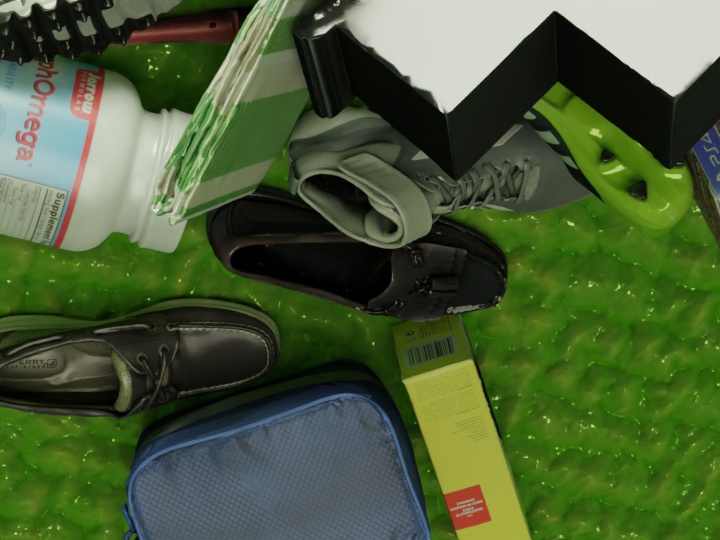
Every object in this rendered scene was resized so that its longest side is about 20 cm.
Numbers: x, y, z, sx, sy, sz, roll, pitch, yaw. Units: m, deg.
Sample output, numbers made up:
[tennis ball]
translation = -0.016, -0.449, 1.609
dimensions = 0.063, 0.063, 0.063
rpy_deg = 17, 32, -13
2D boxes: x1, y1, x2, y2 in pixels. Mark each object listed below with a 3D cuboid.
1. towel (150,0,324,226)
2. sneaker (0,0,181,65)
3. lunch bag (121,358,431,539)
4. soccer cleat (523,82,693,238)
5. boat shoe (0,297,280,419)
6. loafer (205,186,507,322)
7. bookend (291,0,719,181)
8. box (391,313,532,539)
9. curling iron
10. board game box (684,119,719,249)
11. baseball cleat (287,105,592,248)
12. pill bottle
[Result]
[towel]
translation = -0.043, -0.124, 1.006
dimensions = 0.023, 0.152, 0.201
rpy_deg = 30, 107, 10
[sneaker]
translation = -0.133, -0.183, 1.016
dimensions = 0.199, 0.091, 0.067
rpy_deg = -24, 159, -6
[lunch bag]
translation = -0.060, 0.148, 1.170
dimensions = 0.199, 0.132, 0.137
rpy_deg = -16, 98, 0
[soccer cleat]
translation = 0.120, -0.099, 1.064
dimensions = 0.067, 0.081, 0.200
rpy_deg = -35, 73, -7
[boat shoe]
translation = -0.149, 0.062, 1.154
dimensions = 0.198, 0.065, 0.072
rpy_deg = -1, 116, -7
[loafer]
translation = 0.000, 0.000, 1.138
dimensions = 0.199, 0.063, 0.072
rpy_deg = 12, 116, -12
[bookend]
translation = 0.106, -0.116, 0.972
dimensions = 0.199, 0.200, 0.092
rpy_deg = -45, 158, -13
[box]
translation = 0.074, 0.129, 1.209
dimensions = 0.050, 0.075, 0.201
rpy_deg = -17, 119, 3
[curling iron]
translation = -0.081, -0.153, 1.069
dimensions = 0.198, 0.026, 0.050
rpy_deg = 2, 120, -8
[board game box]
translation = 0.279, -0.102, 1.050
dimensions = 0.199, 0.160, 0.097
rpy_deg = -23, 135, 7
[baseball cleat]
translation = 0.054, -0.048, 1.095
dimensions = 0.198, 0.107, 0.070
rpy_deg = 3, 130, -3
[pill bottle]
translation = -0.195, -0.074, 1.053
dimensions = 0.199, 0.109, 0.109
rpy_deg = 14, 116, -14
